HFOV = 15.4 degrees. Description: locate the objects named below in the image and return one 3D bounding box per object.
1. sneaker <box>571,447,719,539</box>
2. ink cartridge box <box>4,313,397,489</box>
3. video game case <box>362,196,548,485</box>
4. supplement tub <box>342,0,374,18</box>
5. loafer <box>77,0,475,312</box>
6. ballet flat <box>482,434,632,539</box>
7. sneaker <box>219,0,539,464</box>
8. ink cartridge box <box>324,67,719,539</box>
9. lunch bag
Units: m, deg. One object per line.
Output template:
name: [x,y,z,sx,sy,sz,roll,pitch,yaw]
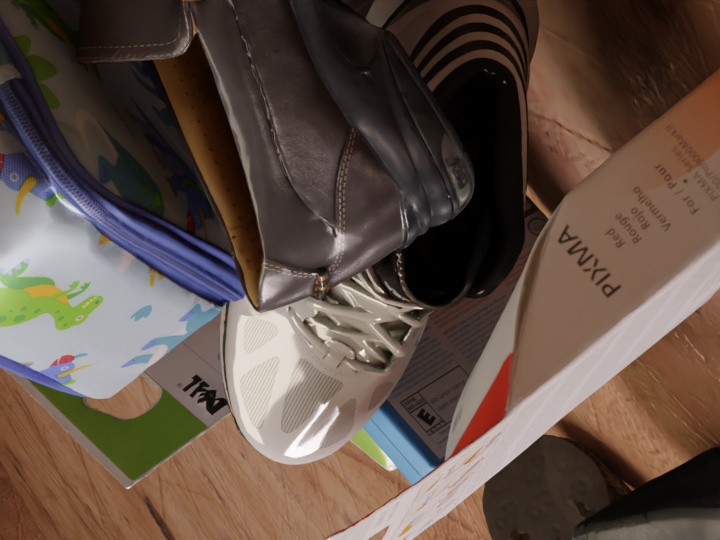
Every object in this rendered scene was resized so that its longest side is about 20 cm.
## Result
sneaker: [0.150,0.126,1.014,0.114,0.076,0.199,63,160,-5]
ink cartridge box: [-0.033,0.034,1.149,0.148,0.200,0.076,35,156,55]
video game case: [0.003,-0.021,1.027,0.200,0.143,0.018,48,134,12]
supplement tub: [-0.067,-0.157,0.946,0.200,0.140,0.140,58,166,-12]
loafer: [-0.049,-0.080,0.745,0.200,0.072,0.073,54,167,-9]
ballet flat: [0.124,0.134,1.173,0.046,0.067,0.200,27,-175,-41]
sneaker: [0.000,0.000,0.875,0.076,0.201,0.115,20,-153,-8]
ink cartridge box: [0.047,0.029,0.872,0.050,0.200,0.162,52,165,10]
lunch bag: [-0.119,-0.063,0.815,0.200,0.082,0.161,58,-172,24]
